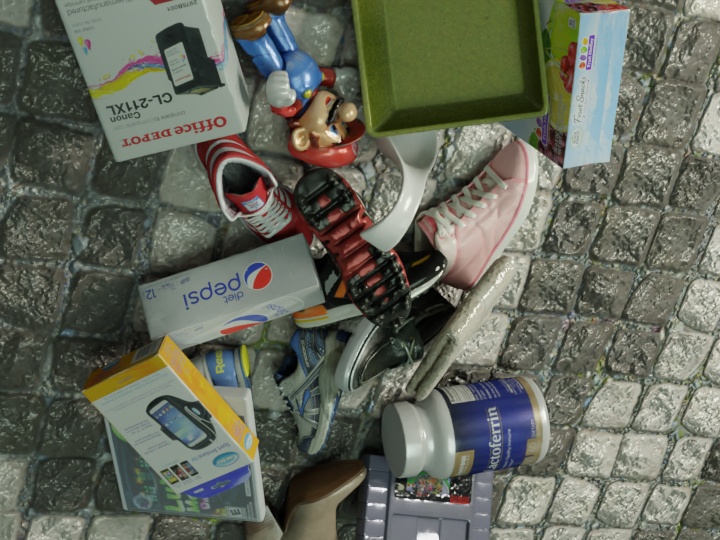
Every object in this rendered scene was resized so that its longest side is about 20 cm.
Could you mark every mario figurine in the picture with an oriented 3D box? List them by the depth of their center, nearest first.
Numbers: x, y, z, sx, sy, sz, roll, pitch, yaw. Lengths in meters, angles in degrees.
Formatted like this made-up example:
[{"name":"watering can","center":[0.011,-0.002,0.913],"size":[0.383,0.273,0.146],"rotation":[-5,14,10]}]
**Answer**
[{"name":"mario figurine","center":[-0.049,-0.200,1.329],"size":[0.123,0.106,0.201],"rotation":[-38,119,-13]}]

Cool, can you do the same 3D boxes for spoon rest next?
[{"name":"spoon rest","center":[0.045,-0.119,1.376],"size":[0.099,0.202,0.060],"rotation":[31,142,-32]}]

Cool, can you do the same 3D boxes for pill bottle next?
[{"name":"pill bottle","center":[0.134,0.206,1.611],"size":[0.198,0.116,0.117],"rotation":[-7,119,-17]}]

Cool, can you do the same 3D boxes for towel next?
[{"name":"towel","center":[0.119,0.074,1.494],"size":[0.133,0.034,0.200],"rotation":[-51,172,-28]}]

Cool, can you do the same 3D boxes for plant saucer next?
[{"name":"plant saucer","center":[0.095,-0.253,1.329],"size":[0.198,0.048,0.202],"rotation":[-5,95,14]}]

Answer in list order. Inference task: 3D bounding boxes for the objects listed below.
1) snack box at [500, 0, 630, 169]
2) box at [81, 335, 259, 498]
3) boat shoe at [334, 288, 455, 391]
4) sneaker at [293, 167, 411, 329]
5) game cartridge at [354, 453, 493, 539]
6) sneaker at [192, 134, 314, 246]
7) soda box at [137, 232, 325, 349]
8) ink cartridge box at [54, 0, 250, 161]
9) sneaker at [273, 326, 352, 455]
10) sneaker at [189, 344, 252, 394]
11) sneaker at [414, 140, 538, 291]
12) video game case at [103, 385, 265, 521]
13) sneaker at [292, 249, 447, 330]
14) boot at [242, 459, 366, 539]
[{"name":"snack box","center":[0.202,-0.227,1.355],"size":[0.067,0.200,0.170],"rotation":[-9,118,-20]},{"name":"box","center":[-0.207,0.174,1.417],"size":[0.118,0.042,0.201],"rotation":[-25,119,25]},{"name":"boat shoe","center":[0.045,0.079,1.477],"size":[0.200,0.070,0.073],"rotation":[-45,151,-38]},{"name":"sneaker","center":[-0.005,-0.029,1.401],"size":[0.070,0.098,0.202],"rotation":[-32,100,4]},{"name":"game cartridge","center":[0.088,0.314,1.662],"size":[0.198,0.038,0.131],"rotation":[10,82,-28]},{"name":"sneaker","center":[-0.107,-0.071,1.374],"size":[0.071,0.113,0.200],"rotation":[-39,123,3]},{"name":"soda box","center":[-0.144,0.028,1.410],"size":[0.198,0.069,0.064],"rotation":[-19,159,-1]},{"name":"ink cartridge box","center":[-0.205,-0.226,1.252],"size":[0.144,0.083,0.202],"rotation":[-13,122,5]},{"name":"sneaker","center":[-0.064,0.142,1.535],"size":[0.084,0.077,0.202],"rotation":[16,127,4]},{"name":"sneaker","center":[-0.170,0.179,1.511],"size":[0.081,0.074,0.202],"rotation":[-4,118,-8]},{"name":"sneaker","center":[0.131,-0.069,1.487],"size":[0.104,0.076,0.202],"rotation":[12,116,-31]},{"name":"video game case","center":[-0.209,0.216,1.483],"size":[0.180,0.023,0.202],"rotation":[3,126,9]},{"name":"sneaker","center":[0.000,0.000,1.455],"size":[0.198,0.070,0.091],"rotation":[-19,109,14]},{"name":"boot","center":[-0.057,0.341,1.627],"size":[0.198,0.070,0.147],"rotation":[-23,112,12]}]
